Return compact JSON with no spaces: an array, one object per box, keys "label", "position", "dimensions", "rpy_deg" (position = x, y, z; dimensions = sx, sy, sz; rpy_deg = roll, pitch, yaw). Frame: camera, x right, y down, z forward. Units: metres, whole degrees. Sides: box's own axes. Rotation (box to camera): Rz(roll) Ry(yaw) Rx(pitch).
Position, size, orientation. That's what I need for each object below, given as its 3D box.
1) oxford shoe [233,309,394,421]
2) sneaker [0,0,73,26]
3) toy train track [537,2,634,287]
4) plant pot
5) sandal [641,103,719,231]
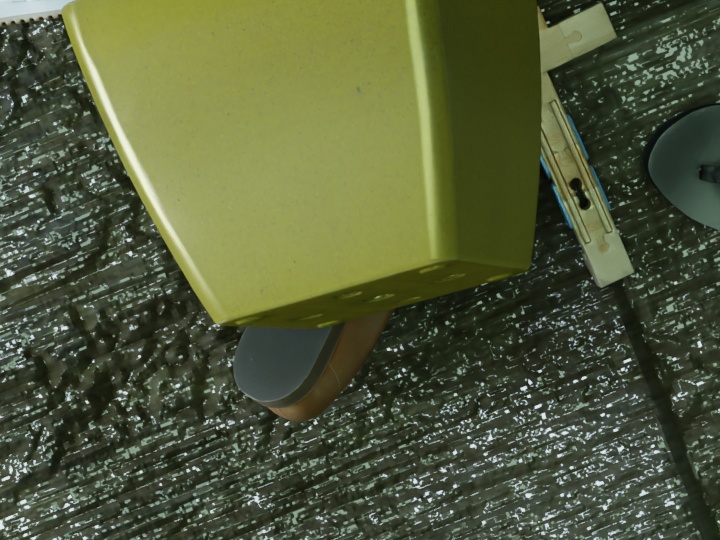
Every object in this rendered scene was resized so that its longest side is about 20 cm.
[{"label":"oxford shoe","position":[0.000,0.000,1.212],"dimensions":[0.071,0.071,0.200],"rpy_deg":[31,82,32]},{"label":"sneaker","position":[-0.196,-0.201,1.187],"dimensions":[0.200,0.071,0.113],"rpy_deg":[-7,100,5]},{"label":"toy train track","position":[0.110,-0.085,1.211],"dimensions":[0.115,0.033,0.200],"rpy_deg":[-26,101,-3]},{"label":"plant pot","position":[-0.011,-0.069,1.084],"dimensions":[0.200,0.200,0.176],"rpy_deg":[-15,82,21]},{"label":"sandal","position":[0.263,-0.040,1.201],"dimensions":[0.200,0.043,0.076],"rpy_deg":[24,97,-1]}]
